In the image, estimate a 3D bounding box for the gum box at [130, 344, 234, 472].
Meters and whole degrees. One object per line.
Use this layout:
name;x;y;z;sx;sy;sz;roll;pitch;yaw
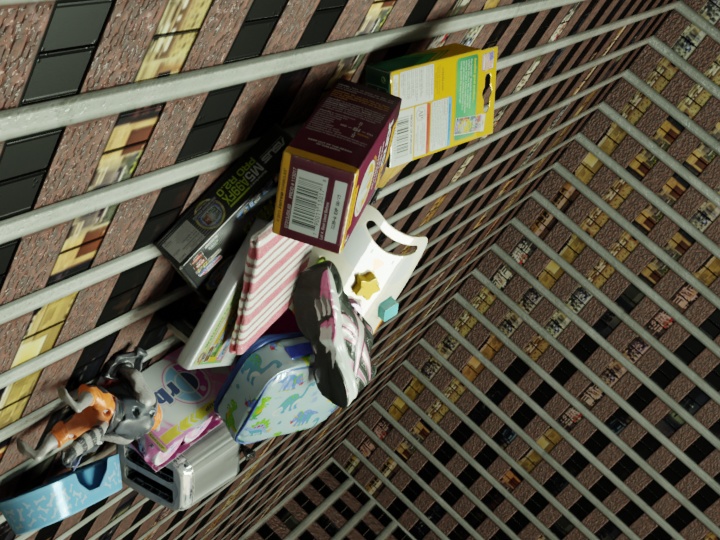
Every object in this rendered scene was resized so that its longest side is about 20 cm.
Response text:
gum box;-0.260;0.186;1.399;0.200;0.113;0.066;-34;162;-49

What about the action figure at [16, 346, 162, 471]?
action figure;-0.328;0.203;1.232;0.193;0.104;0.201;-3;128;-56

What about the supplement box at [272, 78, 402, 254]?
supplement box;-0.025;-0.125;1.132;0.200;0.085;0.111;-63;169;-52

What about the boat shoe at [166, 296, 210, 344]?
boat shoe;-0.206;0.077;1.340;0.062;0.075;0.200;-46;170;1

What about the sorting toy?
sorting toy;0.000;0.000;1.357;0.180;0.199;0.107;-53;-148;17

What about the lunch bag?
lunch bag;-0.096;0.156;1.379;0.199;0.083;0.161;-6;138;-46

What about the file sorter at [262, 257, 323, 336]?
file sorter;-0.064;0.033;1.496;0.200;0.139;0.126;-49;-148;8

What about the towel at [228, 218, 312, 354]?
towel;-0.107;-0.003;1.211;0.146;0.030;0.201;-47;160;-47

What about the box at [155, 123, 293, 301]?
box;-0.145;-0.065;1.177;0.200;0.044;0.160;-46;168;-10

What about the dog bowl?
dog bowl;-0.396;0.300;1.316;0.111;0.050;0.200;-21;178;19

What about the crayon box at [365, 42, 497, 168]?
crayon box;0.094;-0.223;1.293;0.199;0.051;0.127;-22;124;-36

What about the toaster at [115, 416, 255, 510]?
toaster;-0.270;0.274;1.460;0.129;0.199;0.114;-31;135;-51

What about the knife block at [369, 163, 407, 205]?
knife block;0.013;-0.160;1.394;0.175;0.064;0.200;-43;167;-26

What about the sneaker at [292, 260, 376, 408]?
sneaker;-0.028;0.075;1.298;0.086;0.080;0.201;-31;123;-40

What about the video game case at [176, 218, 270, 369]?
video game case;-0.146;0.033;1.247;0.201;0.022;0.182;-60;168;3
